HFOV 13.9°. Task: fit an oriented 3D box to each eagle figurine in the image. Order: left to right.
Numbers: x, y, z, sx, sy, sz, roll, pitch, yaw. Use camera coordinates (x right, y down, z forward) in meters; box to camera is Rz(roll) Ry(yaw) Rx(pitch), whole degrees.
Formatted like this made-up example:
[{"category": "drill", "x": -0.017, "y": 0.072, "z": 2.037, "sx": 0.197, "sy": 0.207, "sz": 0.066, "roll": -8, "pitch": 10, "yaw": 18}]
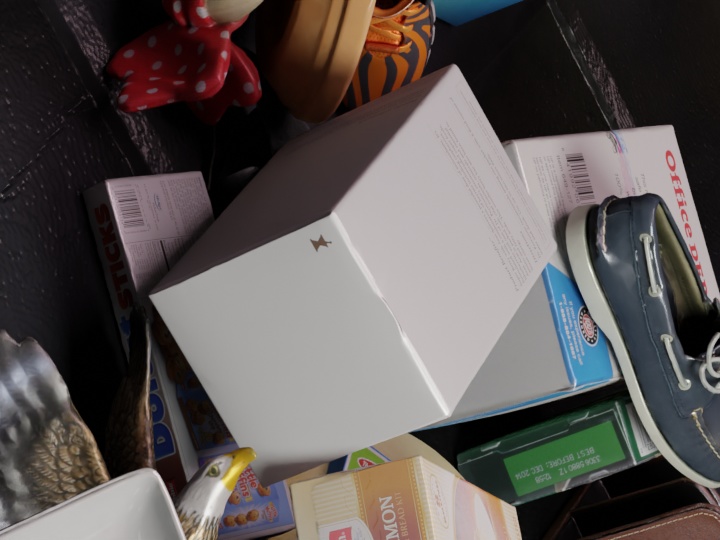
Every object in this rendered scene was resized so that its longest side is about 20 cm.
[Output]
[{"category": "eagle figurine", "x": -0.112, "y": 0.123, "z": 1.442, "sx": 0.200, "sy": 0.151, "sz": 0.152, "roll": 48, "pitch": -16, "yaw": 18}]

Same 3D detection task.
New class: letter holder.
[{"category": "letter holder", "x": 0.223, "y": 0.218, "z": 1.827, "sx": 0.201, "sy": 0.142, "sz": 0.101, "roll": 61, "pitch": 35, "yaw": -13}]

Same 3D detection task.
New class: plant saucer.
[{"category": "plant saucer", "x": -0.023, "y": -0.181, "z": 1.614, "sx": 0.037, "sy": 0.200, "sz": 0.201, "roll": 9, "pitch": 60, "yaw": -13}]

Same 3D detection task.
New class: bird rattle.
[{"category": "bird rattle", "x": -0.084, "y": -0.184, "z": 1.592, "sx": 0.112, "sy": 0.163, "sz": 0.201, "roll": 20, "pitch": 46, "yaw": -28}]

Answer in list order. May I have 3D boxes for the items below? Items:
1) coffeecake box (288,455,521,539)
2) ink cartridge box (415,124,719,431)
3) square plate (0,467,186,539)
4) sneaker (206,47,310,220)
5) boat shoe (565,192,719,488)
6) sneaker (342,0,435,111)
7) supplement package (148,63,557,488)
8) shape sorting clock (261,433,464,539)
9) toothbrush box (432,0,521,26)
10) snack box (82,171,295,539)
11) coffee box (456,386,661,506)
[{"category": "coffeecake box", "x": 0.037, "y": 0.189, "z": 1.514, "sx": 0.200, "sy": 0.073, "sz": 0.154, "roll": 35, "pitch": 44, "yaw": -70}, {"category": "ink cartridge box", "x": 0.101, "y": 0.005, "z": 1.758, "sx": 0.200, "sy": 0.144, "sz": 0.148, "roll": -7, "pitch": 81, "yaw": -56}, {"category": "square plate", "x": -0.145, "y": 0.215, "z": 1.307, "sx": 0.028, "sy": 0.197, "sz": 0.201, "roll": 178, "pitch": -110, "yaw": -79}, {"category": "sneaker", "x": -0.049, "y": -0.020, "z": 1.638, "sx": 0.104, "sy": 0.060, "sz": 0.200, "roll": 41, "pitch": 38, "yaw": -39}, {"category": "boat shoe", "x": 0.185, "y": 0.039, "z": 1.678, "sx": 0.200, "sy": 0.062, "sz": 0.075, "roll": 62, "pitch": 35, "yaw": -22}, {"category": "sneaker", "x": 0.007, "y": -0.156, "z": 1.698, "sx": 0.112, "sy": 0.077, "sz": 0.201, "roll": -91, "pitch": 180, "yaw": -55}, {"category": "supplement package", "x": 0.000, "y": 0.000, "z": 1.520, "sx": 0.122, "sy": 0.119, "sz": 0.200, "roll": 60, "pitch": 29, "yaw": -13}, {"category": "shape sorting clock", "x": 0.018, "y": 0.179, "z": 1.645, "sx": 0.200, "sy": 0.039, "sz": 0.201, "roll": 20, "pitch": 60, "yaw": -37}, {"category": "toothbrush box", "x": 0.027, "y": -0.256, "z": 1.840, "sx": 0.200, "sy": 0.085, "sz": 0.147, "roll": 20, "pitch": 59, "yaw": -50}, {"category": "snack box", "x": -0.090, "y": 0.048, "z": 1.564, "sx": 0.072, "sy": 0.024, "sz": 0.201, "roll": -7, "pitch": 79, "yaw": -48}, {"category": "coffee box", "x": 0.161, "y": 0.098, "z": 1.819, "sx": 0.200, "sy": 0.123, "sz": 0.044, "roll": -16, "pitch": 85, "yaw": -58}]
